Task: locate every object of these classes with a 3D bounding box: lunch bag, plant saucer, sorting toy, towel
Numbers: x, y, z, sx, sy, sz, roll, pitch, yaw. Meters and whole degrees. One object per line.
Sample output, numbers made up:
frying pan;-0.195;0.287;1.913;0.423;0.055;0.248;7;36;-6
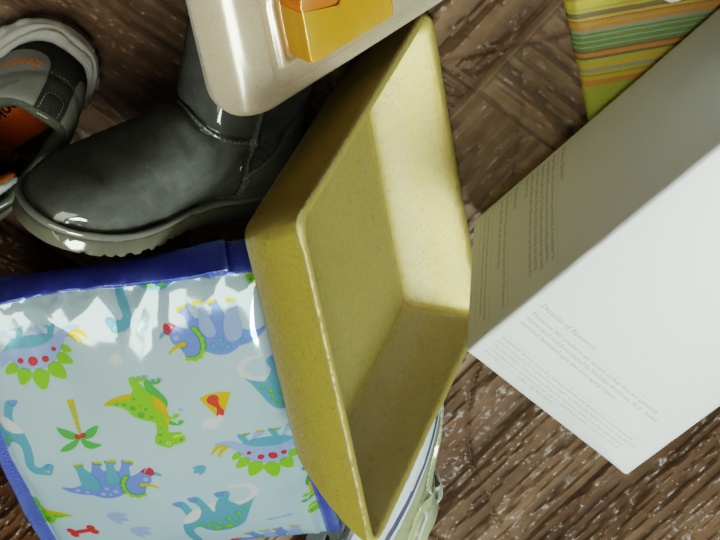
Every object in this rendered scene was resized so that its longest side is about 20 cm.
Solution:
lunch bag;-0.108;0.056;1.122;0.169;0.128;0.200;-9;146;6
plant saucer;0.000;0.000;1.071;0.048;0.200;0.201;3;126;21
sorting toy;0.003;-0.185;0.966;0.200;0.036;0.186;-31;132;-24
towel;0.161;-0.085;1.111;0.086;0.018;0.201;-8;124;12

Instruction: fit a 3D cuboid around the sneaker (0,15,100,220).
sneaker;-0.214;-0.046;1.098;0.074;0.079;0.200;34;118;-23

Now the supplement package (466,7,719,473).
supplement package;0.165;-0.017;1.074;0.120;0.121;0.200;37;121;-20

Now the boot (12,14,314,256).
boot;-0.074;-0.113;1.023;0.181;0.073;0.201;-19;142;-42

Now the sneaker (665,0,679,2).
sneaker;0.132;-0.170;0.992;0.199;0.078;0.100;-6;120;-13

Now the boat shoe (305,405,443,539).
boat shoe;0.014;0.131;1.233;0.062;0.072;0.201;-3;131;-28
